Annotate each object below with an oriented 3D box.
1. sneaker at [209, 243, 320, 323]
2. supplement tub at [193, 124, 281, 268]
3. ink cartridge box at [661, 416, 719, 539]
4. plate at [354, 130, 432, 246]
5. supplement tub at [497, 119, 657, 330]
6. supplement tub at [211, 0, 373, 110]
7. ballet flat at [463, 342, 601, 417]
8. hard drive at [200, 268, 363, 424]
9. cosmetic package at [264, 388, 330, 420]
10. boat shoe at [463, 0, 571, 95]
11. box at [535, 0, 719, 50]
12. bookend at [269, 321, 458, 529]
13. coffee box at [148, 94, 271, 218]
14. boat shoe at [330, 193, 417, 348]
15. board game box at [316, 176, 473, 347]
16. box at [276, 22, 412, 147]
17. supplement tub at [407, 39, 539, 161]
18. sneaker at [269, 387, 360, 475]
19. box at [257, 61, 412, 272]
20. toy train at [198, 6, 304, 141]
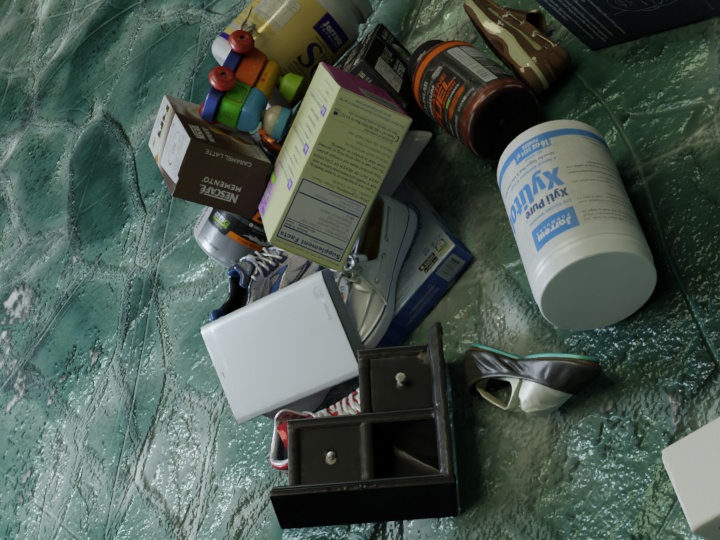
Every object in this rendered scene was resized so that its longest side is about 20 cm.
[{"bbox_3d":[-0.121,0.007,1.648,0.077,0.085,0.201,27,84,51],"label":"sneaker"},{"bbox_3d":[-0.139,-0.105,1.794,0.201,0.122,0.123,-59,37,20],"label":"supplement tub"},{"bbox_3d":[0.377,0.157,1.065,0.200,0.146,0.085,-38,45,27],"label":"ink cartridge box"},{"bbox_3d":[-0.004,-0.114,1.695,0.200,0.032,0.200,-56,20,-2],"label":"plate"},{"bbox_3d":[0.228,-0.052,1.376,0.132,0.132,0.201,-37,43,26],"label":"supplement tub"},{"bbox_3d":[-0.094,-0.331,1.789,0.200,0.145,0.145,-47,38,-3],"label":"supplement tub"},{"bbox_3d":[0.182,0.120,1.376,0.200,0.068,0.069,1,76,59],"label":"ballet flat"},{"bbox_3d":[-0.095,0.095,1.567,0.199,0.026,0.132,-25,86,31],"label":"hard drive"},{"bbox_3d":[-0.114,0.108,1.696,0.102,0.074,0.200,-52,37,9],"label":"cosmetic package"},{"bbox_3d":[0.203,-0.298,1.621,0.075,0.075,0.203,-37,48,6],"label":"boat shoe"},{"bbox_3d":[0.311,-0.353,1.465,0.199,0.148,0.108,-8,61,45],"label":"box"},{"bbox_3d":[0.003,0.173,1.430,0.198,0.092,0.201,-4,56,4],"label":"bookend"},{"bbox_3d":[-0.199,-0.151,1.665,0.080,0.114,0.200,-68,24,16],"label":"coffee box"},{"bbox_3d":[0.003,-0.001,1.554,0.074,0.086,0.203,6,72,49],"label":"boat shoe"},{"bbox_3d":[0.028,-0.002,1.634,0.200,0.043,0.199,-49,40,13],"label":"board game box"},{"bbox_3d":[-0.012,-0.226,1.723,0.164,0.086,0.200,-41,13,22],"label":"box"},{"bbox_3d":[0.133,-0.222,1.612,0.107,0.107,0.200,-52,38,9],"label":"supplement tub"},{"bbox_3d":[-0.026,0.174,1.523,0.200,0.112,0.071,-52,39,10],"label":"sneaker"},{"bbox_3d":[-0.036,-0.127,1.535,0.201,0.096,0.176,-64,16,12],"label":"box"},{"bbox_3d":[-0.124,-0.260,1.668,0.085,0.115,0.201,120,173,-53],"label":"toy train"}]
